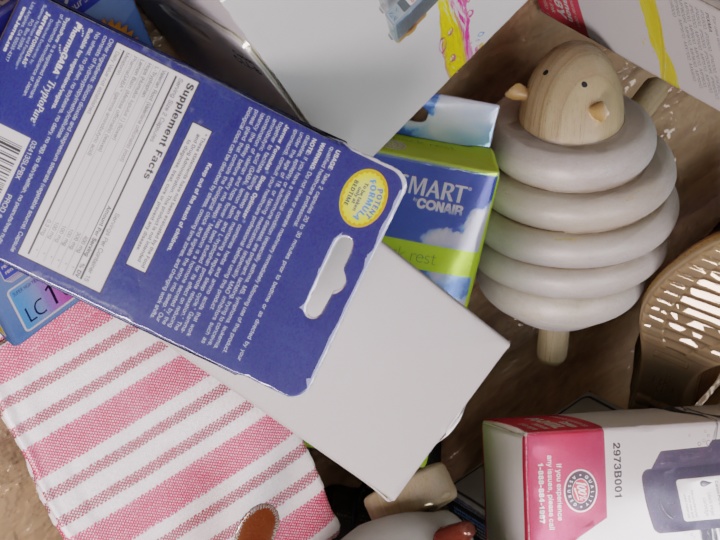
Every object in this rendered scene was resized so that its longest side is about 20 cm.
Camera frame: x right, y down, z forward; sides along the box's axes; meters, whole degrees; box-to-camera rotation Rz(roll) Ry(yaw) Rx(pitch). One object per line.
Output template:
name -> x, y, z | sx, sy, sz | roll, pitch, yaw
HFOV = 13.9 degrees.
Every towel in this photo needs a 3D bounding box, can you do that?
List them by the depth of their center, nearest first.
towel -> -0.107, 0.090, 1.558 | 0.146, 0.030, 0.201 | -30, 104, -23

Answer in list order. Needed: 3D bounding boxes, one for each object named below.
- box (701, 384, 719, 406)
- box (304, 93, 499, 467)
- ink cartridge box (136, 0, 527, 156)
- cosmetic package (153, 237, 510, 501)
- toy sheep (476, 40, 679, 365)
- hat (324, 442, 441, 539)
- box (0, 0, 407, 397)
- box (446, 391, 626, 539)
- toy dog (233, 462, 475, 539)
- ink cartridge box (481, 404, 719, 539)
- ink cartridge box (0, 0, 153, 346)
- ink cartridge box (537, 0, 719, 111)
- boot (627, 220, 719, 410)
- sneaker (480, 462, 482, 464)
box -> 0.202, 0.190, 1.722 | 0.200, 0.021, 0.164 | -48, 112, -9
box -> 0.000, 0.000, 1.600 | 0.121, 0.048, 0.201 | 10, 110, -8
ink cartridge box -> -0.009, -0.178, 1.460 | 0.200, 0.145, 0.145 | -44, 133, -9
cosmetic package -> -0.030, 0.019, 1.486 | 0.108, 0.085, 0.200 | -52, 133, -1
toy sheep -> 0.117, -0.035, 1.654 | 0.137, 0.138, 0.201 | -21, 124, -29
hat -> -0.004, 0.181, 1.694 | 0.080, 0.201, 0.202 | 9, 114, 2
box -> -0.091, -0.034, 1.372 | 0.199, 0.032, 0.122 | 26, 92, -5
box -> 0.138, 0.187, 1.750 | 0.116, 0.060, 0.201 | -33, 119, -18
toy dog -> -0.010, 0.171, 1.530 | 0.200, 0.132, 0.096 | -43, 175, -22
ink cartridge box -> 0.175, 0.152, 1.646 | 0.199, 0.084, 0.146 | -3, 93, -16
ink cartridge box -> -0.168, -0.084, 1.435 | 0.136, 0.076, 0.201 | -37, 130, -17
ink cartridge box -> 0.201, -0.171, 1.593 | 0.145, 0.200, 0.084 | -34, 130, -19
boot -> 0.214, -0.010, 1.711 | 0.167, 0.072, 0.200 | -61, 177, -36
sneaker -> 0.092, 0.202, 1.808 | 0.087, 0.076, 0.201 | -15, 112, -27
